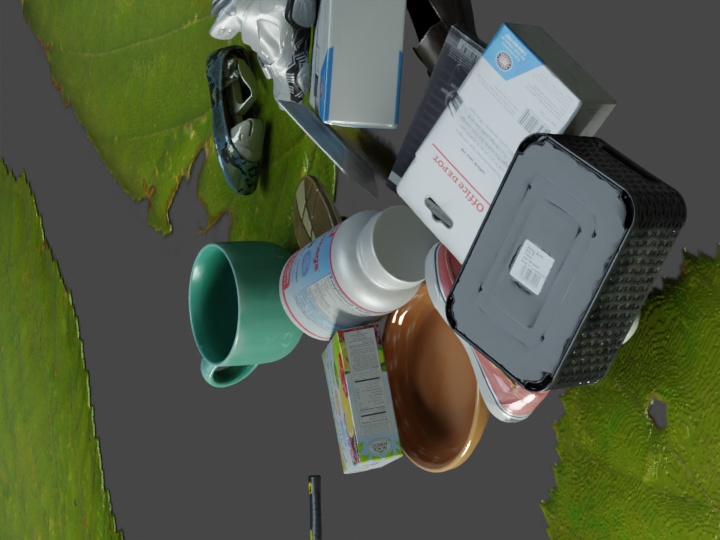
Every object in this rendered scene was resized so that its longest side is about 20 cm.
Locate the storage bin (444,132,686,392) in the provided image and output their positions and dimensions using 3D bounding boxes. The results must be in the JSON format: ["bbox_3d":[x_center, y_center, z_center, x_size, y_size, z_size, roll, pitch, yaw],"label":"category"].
[{"bbox_3d":[0.179,-0.008,1.447,0.135,0.093,0.202,39,114,33],"label":"storage bin"}]

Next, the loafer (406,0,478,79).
[{"bbox_3d":[0.084,-0.218,1.682,0.073,0.070,0.202,-46,53,52],"label":"loafer"}]

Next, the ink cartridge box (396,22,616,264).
[{"bbox_3d":[0.133,-0.116,1.538,0.116,0.067,0.201,49,121,25],"label":"ink cartridge box"}]

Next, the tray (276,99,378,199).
[{"bbox_3d":[-0.028,-0.136,1.791,0.022,0.200,0.108,-43,78,4],"label":"tray"}]

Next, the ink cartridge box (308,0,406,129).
[{"bbox_3d":[-0.005,-0.237,1.754,0.200,0.085,0.148,-123,36,-77],"label":"ink cartridge box"}]

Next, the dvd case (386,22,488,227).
[{"bbox_3d":[0.115,-0.122,1.628,0.148,0.016,0.201,38,128,20],"label":"dvd case"}]

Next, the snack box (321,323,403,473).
[{"bbox_3d":[0.000,0.145,1.801,0.200,0.052,0.144,120,141,-79],"label":"snack box"}]

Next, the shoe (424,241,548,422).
[{"bbox_3d":[0.136,0.042,1.614,0.091,0.071,0.202,-48,59,48],"label":"shoe"}]

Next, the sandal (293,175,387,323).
[{"bbox_3d":[-0.016,-0.024,1.900,0.201,0.054,0.081,54,134,23],"label":"sandal"}]

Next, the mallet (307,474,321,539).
[{"bbox_3d":[-0.059,0.356,2.018,0.066,0.041,0.203,-28,63,60],"label":"mallet"}]

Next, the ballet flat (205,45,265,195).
[{"bbox_3d":[-0.157,-0.200,2.119,0.074,0.073,0.202,-34,66,56],"label":"ballet flat"}]

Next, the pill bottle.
[{"bbox_3d":[0.000,0.000,1.747,0.200,0.108,0.110,-31,66,57],"label":"pill bottle"}]

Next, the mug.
[{"bbox_3d":[-0.140,0.046,2.054,0.185,0.113,0.154,-41,58,55],"label":"mug"}]

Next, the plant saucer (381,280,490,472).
[{"bbox_3d":[0.084,0.111,1.741,0.199,0.037,0.203,10,102,60],"label":"plant saucer"}]

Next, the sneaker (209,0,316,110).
[{"bbox_3d":[-0.109,-0.261,1.810,0.201,0.113,0.076,99,173,-49],"label":"sneaker"}]

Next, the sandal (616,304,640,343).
[{"bbox_3d":[0.189,0.004,1.535,0.203,0.049,0.083,50,134,47],"label":"sandal"}]
